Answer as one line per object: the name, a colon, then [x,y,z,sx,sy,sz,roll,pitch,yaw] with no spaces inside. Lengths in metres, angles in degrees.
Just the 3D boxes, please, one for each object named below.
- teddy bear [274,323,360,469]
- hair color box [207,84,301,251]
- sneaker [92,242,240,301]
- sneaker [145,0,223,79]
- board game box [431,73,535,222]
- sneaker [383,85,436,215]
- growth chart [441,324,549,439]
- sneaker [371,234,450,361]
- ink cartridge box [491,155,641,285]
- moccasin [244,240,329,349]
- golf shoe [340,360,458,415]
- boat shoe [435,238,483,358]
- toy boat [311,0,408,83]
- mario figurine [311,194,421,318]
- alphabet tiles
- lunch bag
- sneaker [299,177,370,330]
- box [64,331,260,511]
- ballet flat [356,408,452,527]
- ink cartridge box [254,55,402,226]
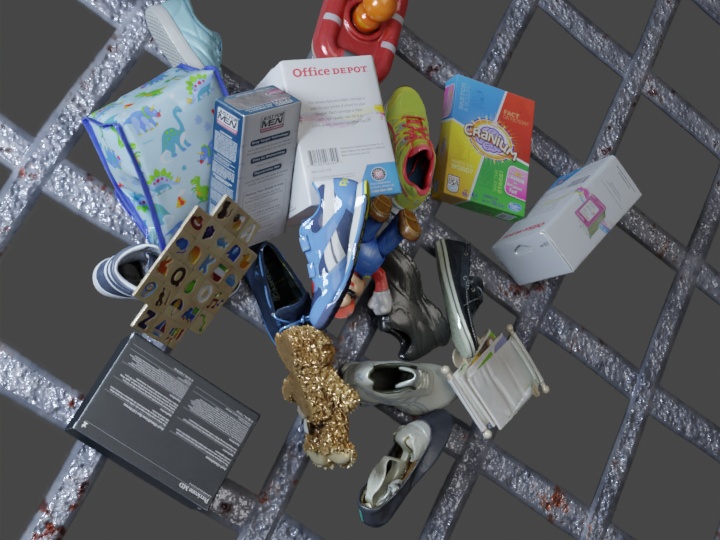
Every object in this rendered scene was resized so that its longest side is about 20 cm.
teddy bear: [-0.052,0.169,1.310,0.066,0.145,0.202,-14,71,-29]
hair color box: [-0.143,-0.133,1.292,0.060,0.202,0.100,34,39,32]
sneaker: [-0.240,0.007,1.281,0.198,0.108,0.071,2,79,-25]
sneaker: [-0.216,-0.294,1.373,0.082,0.074,0.201,-32,95,-24]
board game box: [0.197,-0.193,1.565,0.152,0.040,0.202,14,74,-22]
sneaker: [0.082,-0.188,1.482,0.077,0.090,0.202,2,78,-23]
growth chart: [0.205,0.159,1.480,0.199,0.018,0.146,-28,90,-45]
sneaker: [0.051,0.041,1.434,0.090,0.076,0.201,-32,92,-20]
ink cartridge box: [0.321,-0.075,1.541,0.200,0.144,0.085,-42,99,-26]
moccasin: [-0.103,0.053,1.358,0.080,0.068,0.201,-37,98,-26]
golf shoe: [0.071,0.165,1.403,0.198,0.097,0.079,3,76,-26]
boat shoe: [0.153,0.036,1.450,0.062,0.075,0.202,-6,55,-2]
toy boat: [0.014,-0.383,1.466,0.129,0.131,0.202,21,72,-20]
mario figurine: [0.000,0.000,1.353,0.124,0.200,0.106,46,34,14]
alphabet tiles: [-0.207,0.004,1.255,0.006,0.166,0.201,33,85,29]
lunch bag: [-0.243,-0.149,1.304,0.170,0.127,0.201,-37,122,-26]
sneaker: [-0.043,-0.025,1.267,0.081,0.074,0.202,13,88,2]
box: [-0.251,0.195,1.255,0.199,0.079,0.142,36,64,-15]
ballet flat: [0.060,0.268,1.380,0.073,0.073,0.201,41,73,-12]
ink cartridge box: [-0.053,-0.181,1.385,0.145,0.146,0.202,-9,84,-26]
